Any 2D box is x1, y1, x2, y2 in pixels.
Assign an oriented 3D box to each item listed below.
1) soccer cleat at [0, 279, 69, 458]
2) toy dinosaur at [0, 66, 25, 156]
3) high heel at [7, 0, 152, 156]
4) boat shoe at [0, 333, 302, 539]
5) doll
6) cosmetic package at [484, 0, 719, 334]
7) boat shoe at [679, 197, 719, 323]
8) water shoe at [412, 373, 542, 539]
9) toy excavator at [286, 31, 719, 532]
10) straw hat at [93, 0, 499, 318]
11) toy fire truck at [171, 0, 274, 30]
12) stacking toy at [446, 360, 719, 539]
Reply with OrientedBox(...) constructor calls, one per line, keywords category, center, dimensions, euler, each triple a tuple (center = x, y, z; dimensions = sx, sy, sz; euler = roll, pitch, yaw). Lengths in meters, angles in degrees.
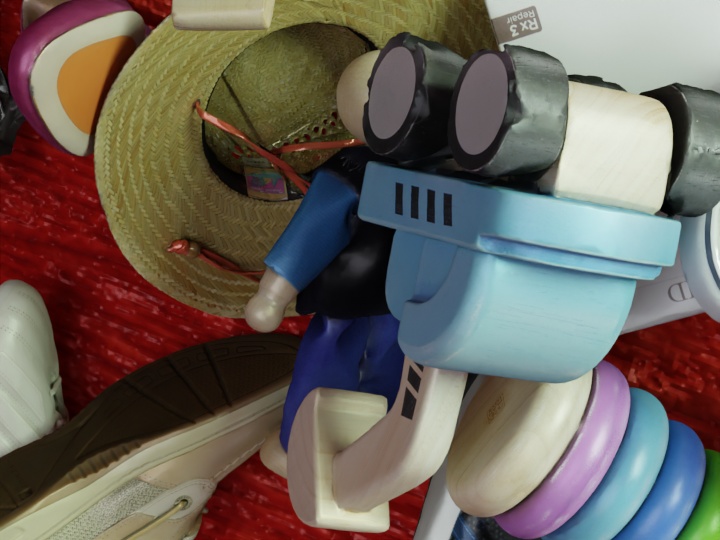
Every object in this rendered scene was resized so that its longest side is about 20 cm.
OrientedBox(category="soccer cleat", center=(-0.153, 0.102, 1.105), dimensions=(0.077, 0.069, 0.201), euler=(10, 109, 15))
OrientedBox(category="toy dinosaur", center=(-0.227, -0.100, 1.055), dimensions=(0.102, 0.136, 0.200), euler=(16, 63, 33))
OrientedBox(category="high heel", center=(-0.134, -0.100, 0.989), dimensions=(0.096, 0.200, 0.068), euler=(27, 104, 9))
OrientedBox(category="boat shoe", center=(-0.102, 0.096, 1.056), dimensions=(0.200, 0.072, 0.065), euler=(-30, 119, -10))
OrientedBox(category="doll", center=(0.000, 0.000, 0.982), dimensions=(0.048, 0.136, 0.201), euler=(34, 129, 34))
OrientedBox(category="cosmetic package", center=(0.124, -0.082, 0.953), dimensions=(0.112, 0.081, 0.201), euler=(-18, 91, 22))
OrientedBox(category="boat shoe", center=(0.199, -0.062, 0.869), dimensions=(0.075, 0.202, 0.086), euler=(47, 156, -16))
OrientedBox(category="water shoe", center=(0.062, 0.137, 1.019), dimensions=(0.079, 0.071, 0.201), euler=(18, 105, 16))
OrientedBox(category="toy excavator", center=(0.038, 0.016, 0.891), dimensions=(0.194, 0.100, 0.201), euler=(15, 94, 62))
OrientedBox(category="straw hat", center=(-0.033, -0.080, 1.007), dimensions=(0.201, 0.201, 0.085), euler=(-44, 41, 22))
OrientedBox(category="toy fire truck", center=(-0.073, -0.154, 0.886), dimensions=(0.175, 0.200, 0.129), euler=(-18, 100, 17))
OrientedBox(category="stacking toy", center=(0.136, 0.108, 0.958), dimensions=(0.200, 0.085, 0.085), euler=(33, 111, -14))
